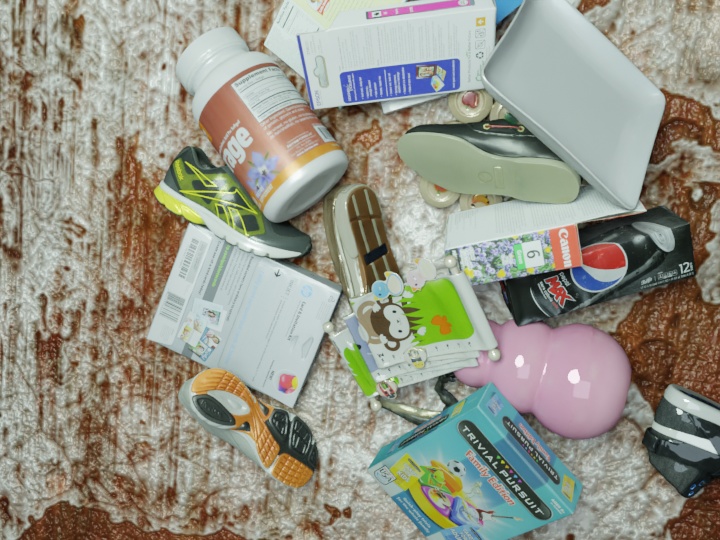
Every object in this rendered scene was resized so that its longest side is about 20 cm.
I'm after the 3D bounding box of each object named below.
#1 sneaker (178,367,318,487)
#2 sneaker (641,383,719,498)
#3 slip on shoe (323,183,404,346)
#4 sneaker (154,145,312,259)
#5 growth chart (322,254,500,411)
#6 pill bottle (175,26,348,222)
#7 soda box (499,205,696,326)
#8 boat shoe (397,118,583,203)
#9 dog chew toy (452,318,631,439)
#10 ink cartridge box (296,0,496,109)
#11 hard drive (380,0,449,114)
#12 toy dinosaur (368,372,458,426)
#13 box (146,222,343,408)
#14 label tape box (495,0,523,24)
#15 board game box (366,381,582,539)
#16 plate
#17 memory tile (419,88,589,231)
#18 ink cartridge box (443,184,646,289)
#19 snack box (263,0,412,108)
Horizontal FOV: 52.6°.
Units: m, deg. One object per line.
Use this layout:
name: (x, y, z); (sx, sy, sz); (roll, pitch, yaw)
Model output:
sneaker: (-0.137, 0.189, 0.890); (0.200, 0.092, 0.076); (46, 61, -19)
sneaker: (0.417, 0.220, 0.823); (0.198, 0.073, 0.113); (27, 104, 11)
slip on shoe: (0.000, 0.000, 0.846); (0.060, 0.076, 0.202); (3, 114, 48)
sneaker: (-0.142, -0.078, 0.841); (0.198, 0.074, 0.085); (25, 100, 3)
growth chart: (0.051, 0.069, 0.790); (0.199, 0.018, 0.145); (-27, 105, 33)
pill bottle: (-0.113, -0.162, 0.801); (0.112, 0.112, 0.201); (-39, 83, 11)
soda box: (0.251, -0.006, 0.792); (0.197, 0.071, 0.064); (-17, 111, 5)
boat shoe: (0.139, -0.123, 0.777); (0.199, 0.064, 0.074); (12, 145, 18)
dog chew toy: (0.191, 0.109, 0.809); (0.197, 0.124, 0.126); (14, 100, 13)
ink cartridge box: (0.039, -0.222, 0.746); (0.197, 0.037, 0.095); (-8, 141, 2)
hard drive: (0.064, -0.292, 0.810); (0.130, 0.025, 0.203); (-14, 96, 8)
toy dinosaur: (0.113, 0.171, 0.861); (0.198, 0.047, 0.089); (25, 111, 6)
box: (-0.139, 0.051, 0.877); (0.198, 0.041, 0.158); (24, 101, 4)
label tape box: (0.120, -0.370, 0.747); (0.143, 0.066, 0.201); (-40, 91, -13)
board game box: (0.122, 0.234, 0.823); (0.151, 0.047, 0.200); (47, 130, -1)
plate: (0.216, -0.178, 0.737); (0.199, 0.201, 0.032); (38, 142, -10)
memory tile: (0.174, -0.115, 0.812); (0.198, 0.017, 0.155); (20, 111, 2)
ink cartridge box: (0.190, -0.040, 0.766); (0.197, 0.109, 0.051); (-11, 112, 14)
snack box: (-0.014, -0.284, 0.766); (0.116, 0.037, 0.200); (40, 132, 1)
